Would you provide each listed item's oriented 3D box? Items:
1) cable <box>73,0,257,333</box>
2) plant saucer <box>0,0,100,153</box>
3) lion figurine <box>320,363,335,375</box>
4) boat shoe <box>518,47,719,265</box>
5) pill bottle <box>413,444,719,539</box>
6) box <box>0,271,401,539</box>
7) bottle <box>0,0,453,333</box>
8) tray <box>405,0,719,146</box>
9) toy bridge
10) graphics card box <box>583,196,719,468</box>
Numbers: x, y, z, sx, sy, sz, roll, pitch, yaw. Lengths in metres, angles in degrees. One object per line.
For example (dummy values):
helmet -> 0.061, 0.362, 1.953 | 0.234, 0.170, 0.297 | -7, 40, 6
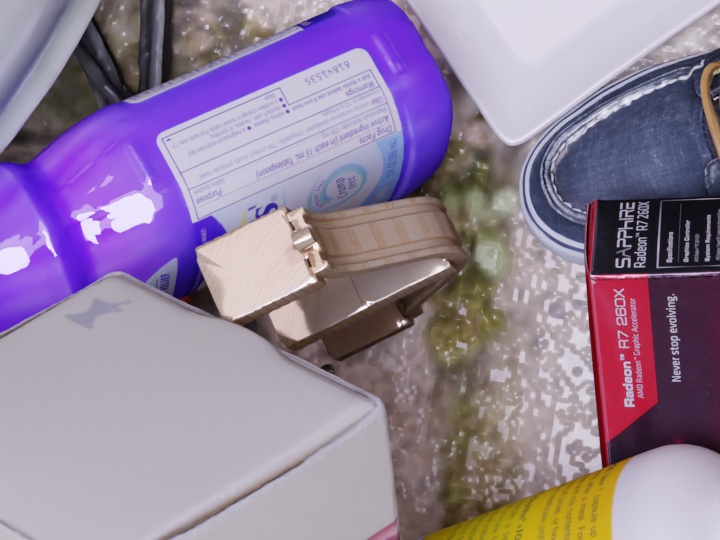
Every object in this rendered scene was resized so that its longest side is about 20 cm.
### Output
cable -> -0.082, -0.035, 1.019 | 0.096, 0.050, 0.202 | 4, 89, 12
plant saucer -> -0.130, -0.087, 0.973 | 0.050, 0.200, 0.201 | 32, 94, -17
lion figurine -> -0.056, 0.136, 0.997 | 0.200, 0.072, 0.123 | -38, 107, 0
boat shoe -> 0.140, -0.055, 0.953 | 0.199, 0.091, 0.071 | -15, 77, 15
pill bottle -> 0.077, 0.120, 0.923 | 0.199, 0.104, 0.105 | -24, 83, 28
box -> -0.060, 0.124, 0.849 | 0.127, 0.109, 0.201 | 24, 132, 42
bottle -> -0.067, -0.025, 0.965 | 0.199, 0.084, 0.066 | -25, 74, -19
tray -> 0.042, -0.154, 1.017 | 0.107, 0.022, 0.201 | -34, 82, 7
toy bridge -> 0.000, 0.000, 0.929 | 0.067, 0.200, 0.027 | -26, 81, 6
graphics card box -> 0.177, 0.036, 0.943 | 0.198, 0.051, 0.126 | -2, 123, 9
